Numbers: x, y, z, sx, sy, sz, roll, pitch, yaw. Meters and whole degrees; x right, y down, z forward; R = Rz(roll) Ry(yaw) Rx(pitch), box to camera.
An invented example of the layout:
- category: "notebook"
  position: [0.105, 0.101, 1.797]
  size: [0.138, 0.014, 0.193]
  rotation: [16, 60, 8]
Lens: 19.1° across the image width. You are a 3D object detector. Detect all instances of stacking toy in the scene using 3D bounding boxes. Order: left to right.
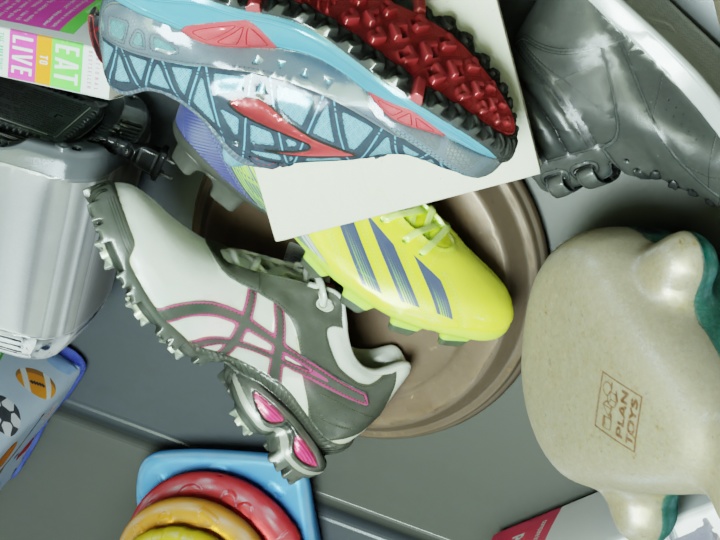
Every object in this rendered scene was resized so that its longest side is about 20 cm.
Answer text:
- category: "stacking toy"
  position: [-0.100, 0.183, 1.123]
  size: [0.109, 0.200, 0.117]
  rotation: [-1, 110, 19]

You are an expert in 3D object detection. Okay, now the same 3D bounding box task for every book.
- category: "book"
  position: [-0.190, -0.136, 1.074]
  size: [0.199, 0.134, 0.048]
  rotation: [13, 114, 14]

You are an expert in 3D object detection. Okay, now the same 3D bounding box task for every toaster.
- category: "toaster"
  position: [-0.196, -0.041, 1.125]
  size: [0.199, 0.114, 0.130]
  rotation: [18, 118, 8]

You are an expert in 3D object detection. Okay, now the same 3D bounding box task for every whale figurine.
- category: "whale figurine"
  position: [0.158, 0.056, 1.006]
  size: [0.103, 0.200, 0.160]
  rotation: [-5, 112, -27]

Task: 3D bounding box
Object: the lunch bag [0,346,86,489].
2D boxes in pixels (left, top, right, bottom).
- category: "lunch bag"
  position: [-0.282, 0.060, 1.160]
  size: [0.200, 0.170, 0.124]
  rotation: [37, 115, 1]

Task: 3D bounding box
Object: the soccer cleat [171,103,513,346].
- category: "soccer cleat"
  position: [-0.002, -0.039, 1.053]
  size: [0.200, 0.065, 0.084]
  rotation: [36, 113, 4]

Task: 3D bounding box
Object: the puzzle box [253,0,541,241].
- category: "puzzle box"
  position: [-0.003, -0.125, 0.992]
  size: [0.132, 0.025, 0.201]
  rotation: [-13, 103, 8]

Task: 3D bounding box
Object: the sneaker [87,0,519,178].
- category: "sneaker"
  position: [-0.026, -0.086, 0.964]
  size: [0.199, 0.079, 0.096]
  rotation: [25, 128, -4]

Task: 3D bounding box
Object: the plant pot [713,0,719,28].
- category: "plant pot"
  position: [0.220, -0.176, 0.893]
  size: [0.199, 0.177, 0.201]
  rotation: [-12, 106, 23]

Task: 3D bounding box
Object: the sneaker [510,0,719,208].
- category: "sneaker"
  position: [0.145, -0.056, 1.027]
  size: [0.200, 0.071, 0.099]
  rotation: [45, 119, 5]

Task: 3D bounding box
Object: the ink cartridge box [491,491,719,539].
- category: "ink cartridge box"
  position: [0.176, 0.178, 1.090]
  size: [0.199, 0.084, 0.145]
  rotation: [-25, 100, 25]

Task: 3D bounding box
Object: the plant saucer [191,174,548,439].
- category: "plant saucer"
  position: [0.000, 0.000, 1.118]
  size: [0.199, 0.029, 0.201]
  rotation: [7, 112, 17]

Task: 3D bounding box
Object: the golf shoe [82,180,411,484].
- category: "golf shoe"
  position: [-0.059, 0.014, 1.074]
  size: [0.088, 0.077, 0.200]
  rotation: [-38, 121, 7]
